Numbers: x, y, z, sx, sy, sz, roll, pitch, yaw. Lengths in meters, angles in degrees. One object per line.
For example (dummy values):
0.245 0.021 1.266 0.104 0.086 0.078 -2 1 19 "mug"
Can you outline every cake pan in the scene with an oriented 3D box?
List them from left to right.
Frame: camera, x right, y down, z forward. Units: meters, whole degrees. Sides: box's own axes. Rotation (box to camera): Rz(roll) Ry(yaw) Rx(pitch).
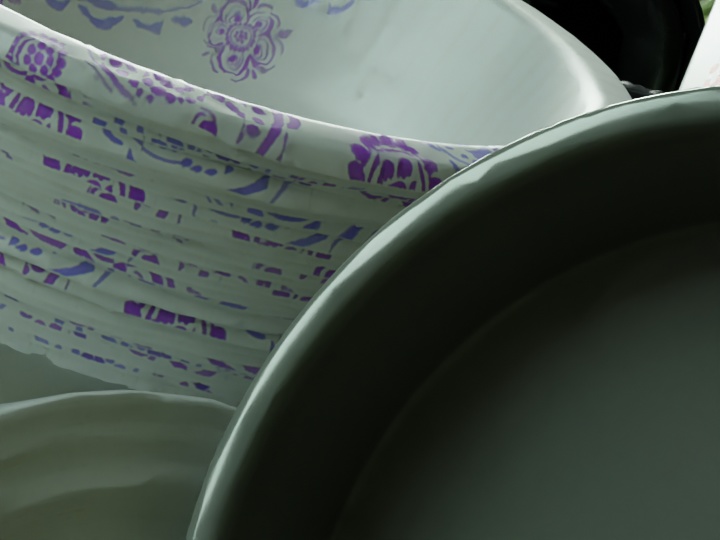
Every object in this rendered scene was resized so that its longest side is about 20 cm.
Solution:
0.066 0.069 0.497 0.200 0.200 0.037 -42 -23 4 "cake pan"

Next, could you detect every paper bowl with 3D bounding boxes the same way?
-0.045 -0.021 0.669 0.201 0.200 0.105 -108 35 -68 "paper bowl"

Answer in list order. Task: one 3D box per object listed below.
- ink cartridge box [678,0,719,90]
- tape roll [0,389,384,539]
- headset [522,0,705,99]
0.171 -0.060 0.650 0.200 0.084 0.145 -25 26 41 "ink cartridge box"
-0.055 0.124 0.547 0.071 0.202 0.203 -12 37 55 "tape roll"
0.034 -0.054 0.820 0.200 0.123 0.094 35 112 44 "headset"
